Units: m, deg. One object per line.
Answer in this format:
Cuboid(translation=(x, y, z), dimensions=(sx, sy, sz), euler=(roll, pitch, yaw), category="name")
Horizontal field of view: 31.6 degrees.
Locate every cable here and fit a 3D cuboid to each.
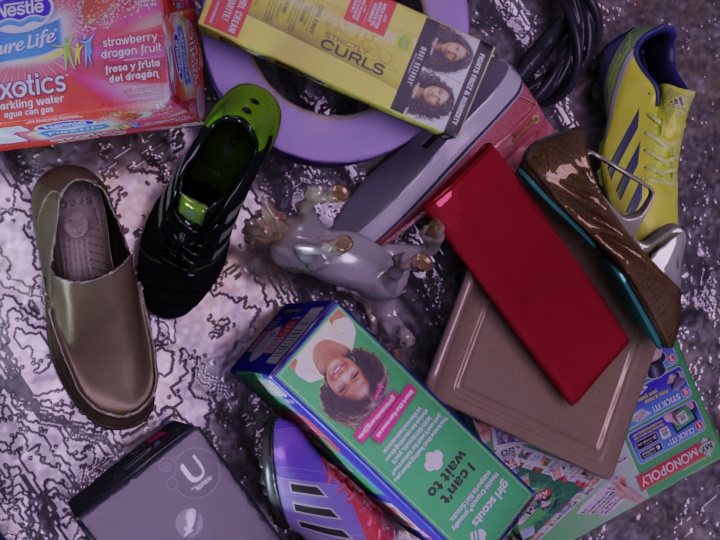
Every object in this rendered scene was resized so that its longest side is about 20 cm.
Cuboid(translation=(0.097, -0.208, 1.049), dimensions=(0.198, 0.051, 0.165), euler=(-11, 97, -9), category="cable")

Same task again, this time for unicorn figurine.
Cuboid(translation=(0.000, 0.000, 0.950), dimensions=(0.199, 0.137, 0.074), euler=(35, 59, -13), category="unicorn figurine")

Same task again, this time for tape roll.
Cuboid(translation=(-0.021, -0.180, 0.967), dimensions=(0.198, 0.085, 0.202), euler=(0, 92, -7), category="tape roll")

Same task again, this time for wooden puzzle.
Cuboid(translation=(0.154, 0.046, 1.011), dimensions=(0.199, 0.037, 0.186), euler=(27, 78, -25), category="wooden puzzle")

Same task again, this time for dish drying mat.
Cuboid(translation=(0.128, 0.004, 0.968), dimensions=(0.077, 0.018, 0.200), euler=(-44, 109, -20), category="dish drying mat")

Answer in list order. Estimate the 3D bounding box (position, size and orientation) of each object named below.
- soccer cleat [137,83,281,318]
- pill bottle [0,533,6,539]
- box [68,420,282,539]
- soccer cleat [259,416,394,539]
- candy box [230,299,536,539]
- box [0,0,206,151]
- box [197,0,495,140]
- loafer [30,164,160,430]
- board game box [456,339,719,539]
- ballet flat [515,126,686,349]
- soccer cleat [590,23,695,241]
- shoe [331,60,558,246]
Cuboid(translation=(-0.118, -0.043, 0.911), dimensions=(0.067, 0.081, 0.201), euler=(28, 116, 0), category="soccer cleat")
Cuboid(translation=(-0.271, 0.219, 0.817), dimensions=(0.111, 0.200, 0.113), euler=(2, 84, -16), category="pill bottle")
Cuboid(translation=(-0.106, 0.217, 0.908), dimensions=(0.106, 0.122, 0.201), euler=(-37, 96, -16), category="box")
Cuboid(translation=(-0.016, 0.175, 0.919), dimensions=(0.073, 0.069, 0.201), euler=(-9, 129, 16), category="soccer cleat")
Cuboid(translation=(0.011, 0.115, 0.928), dimensions=(0.200, 0.169, 0.077), euler=(42, 78, -9), category="candy box")
Cuboid(translation=(-0.215, -0.142, 0.884), dimensions=(0.198, 0.100, 0.096), euler=(-6, 87, 7), category="box")
Cuboid(translation=(-0.010, -0.165, 0.902), dimensions=(0.199, 0.050, 0.076), euler=(24, 92, -6), category="box")
Cuboid(translation=(-0.196, 0.019, 0.927), dimensions=(0.075, 0.067, 0.202), euler=(-17, 90, -17), category="loafer")
Cuboid(translation=(0.193, 0.135, 1.054), dimensions=(0.199, 0.029, 0.136), euler=(-24, 93, -18), category="board game box")
Cuboid(translation=(0.202, -0.030, 0.974), dimensions=(0.072, 0.068, 0.200), euler=(-39, 103, 6), category="ballet flat")
Cuboid(translation=(0.237, -0.110, 1.035), dimensions=(0.064, 0.083, 0.202), euler=(16, 61, -39), category="soccer cleat")
Cuboid(translation=(0.072, -0.065, 1.013), dimensions=(0.200, 0.071, 0.091), euler=(-45, 116, -3), category="shoe")
